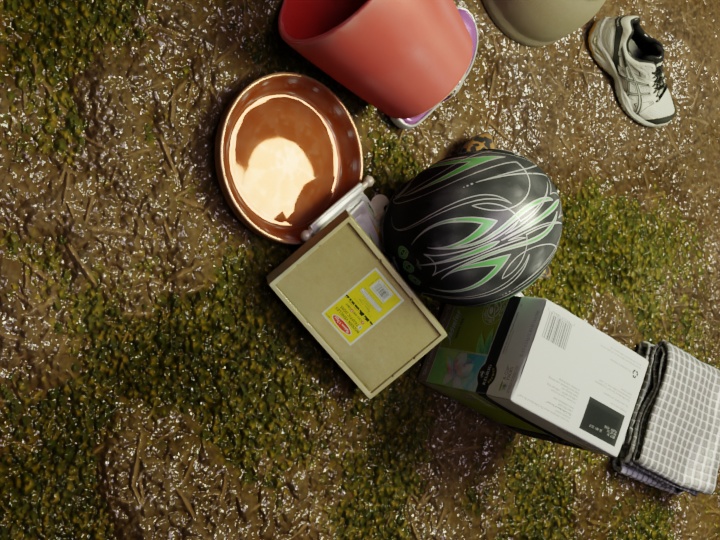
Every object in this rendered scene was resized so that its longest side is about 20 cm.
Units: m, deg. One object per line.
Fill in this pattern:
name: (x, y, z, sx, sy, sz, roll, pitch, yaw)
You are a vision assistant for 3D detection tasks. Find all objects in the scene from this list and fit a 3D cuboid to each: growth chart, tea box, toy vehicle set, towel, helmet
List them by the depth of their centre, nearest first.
toy vehicle set: (-0.002, 0.043, 1.325, 0.124, 0.027, 0.200, -38, 112, 4)
helmet: (0.141, -0.051, 1.344, 0.198, 0.189, 0.203, 4, 85, -41)
growth chart: (0.000, 0.000, 1.367, 0.144, 0.018, 0.202, -34, 118, -33)
tea box: (0.216, 0.128, 1.422, 0.199, 0.196, 0.135, 29, 76, -31)
towel: (0.466, 0.224, 1.662, 0.164, 0.085, 0.202, 26, 73, -30)

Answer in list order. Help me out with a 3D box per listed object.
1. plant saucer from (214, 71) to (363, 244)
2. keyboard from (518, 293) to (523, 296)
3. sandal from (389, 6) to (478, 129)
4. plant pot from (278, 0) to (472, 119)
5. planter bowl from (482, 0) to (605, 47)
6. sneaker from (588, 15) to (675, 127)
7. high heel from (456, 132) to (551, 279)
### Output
plant saucer: (-0.085, -0.132, 1.328, 0.198, 0.032, 0.203, 1, 88, -35)
keyboard: (0.242, 0.094, 1.556, 0.200, 0.011, 0.056, 49, 63, -23)
sandal: (0.107, -0.261, 1.456, 0.082, 0.050, 0.204, 44, 65, -25)
plant pot: (0.031, -0.290, 1.332, 0.177, 0.199, 0.202, 41, 66, -35)
planter bowl: (0.273, -0.420, 1.530, 0.198, 0.134, 0.203, 3, 85, -34)
sneaker: (0.418, -0.291, 1.653, 0.200, 0.087, 0.076, 45, 63, -26)
high heel: (0.200, -0.085, 1.497, 0.199, 0.071, 0.144, 31, 77, -20)
